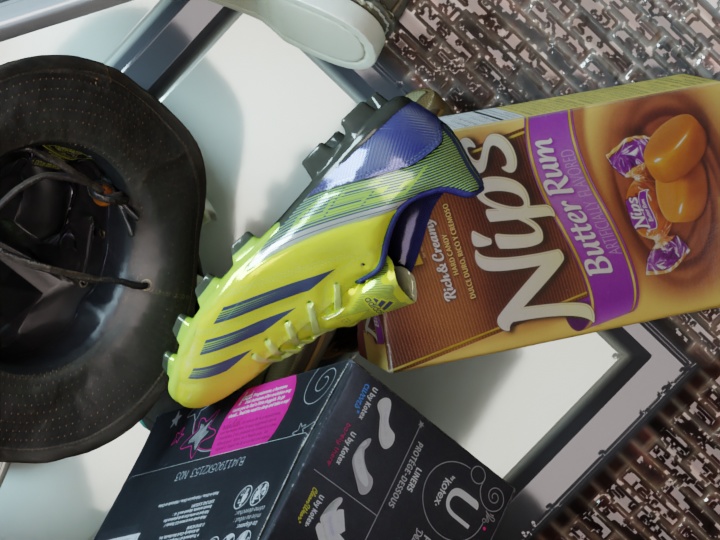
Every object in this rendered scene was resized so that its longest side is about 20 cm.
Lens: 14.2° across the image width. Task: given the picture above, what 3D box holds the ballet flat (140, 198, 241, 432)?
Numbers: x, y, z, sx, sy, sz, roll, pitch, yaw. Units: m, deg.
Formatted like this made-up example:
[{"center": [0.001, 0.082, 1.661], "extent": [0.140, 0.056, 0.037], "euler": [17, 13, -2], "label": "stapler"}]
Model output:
[{"center": [-0.102, -0.006, 1.508], "extent": [0.068, 0.068, 0.201], "euler": [-3, 110, 46], "label": "ballet flat"}]

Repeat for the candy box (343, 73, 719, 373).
[{"center": [0.092, -0.025, 1.463], "extent": [0.199, 0.056, 0.117], "euler": [-11, 102, -15], "label": "candy box"}]

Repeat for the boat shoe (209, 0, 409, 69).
[{"center": [-0.066, -0.174, 1.481], "extent": [0.201, 0.072, 0.060], "euler": [28, 70, 11], "label": "boat shoe"}]

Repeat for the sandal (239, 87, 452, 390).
[{"center": [0.000, 0.000, 1.508], "extent": [0.054, 0.080, 0.201], "euler": [29, 97, -23], "label": "sandal"}]

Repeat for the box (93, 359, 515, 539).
[{"center": [-0.040, 0.141, 1.416], "extent": [0.115, 0.200, 0.133], "euler": [37, 63, -20], "label": "box"}]

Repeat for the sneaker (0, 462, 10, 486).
[{"center": [-0.237, 0.124, 1.519], "extent": [0.075, 0.106, 0.200], "euler": [35, 104, -1], "label": "sneaker"}]

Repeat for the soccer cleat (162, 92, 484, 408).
[{"center": [-0.020, 0.005, 1.390], "extent": [0.084, 0.065, 0.200], "euler": [42, 112, 3], "label": "soccer cleat"}]

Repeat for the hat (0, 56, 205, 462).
[{"center": [-0.172, -0.010, 1.428], "extent": [0.200, 0.081, 0.202], "euler": [-9, 106, -35], "label": "hat"}]

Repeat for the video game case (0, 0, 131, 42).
[{"center": [-0.127, -0.222, 1.447], "extent": [0.199, 0.023, 0.183], "euler": [-18, 73, -2], "label": "video game case"}]
